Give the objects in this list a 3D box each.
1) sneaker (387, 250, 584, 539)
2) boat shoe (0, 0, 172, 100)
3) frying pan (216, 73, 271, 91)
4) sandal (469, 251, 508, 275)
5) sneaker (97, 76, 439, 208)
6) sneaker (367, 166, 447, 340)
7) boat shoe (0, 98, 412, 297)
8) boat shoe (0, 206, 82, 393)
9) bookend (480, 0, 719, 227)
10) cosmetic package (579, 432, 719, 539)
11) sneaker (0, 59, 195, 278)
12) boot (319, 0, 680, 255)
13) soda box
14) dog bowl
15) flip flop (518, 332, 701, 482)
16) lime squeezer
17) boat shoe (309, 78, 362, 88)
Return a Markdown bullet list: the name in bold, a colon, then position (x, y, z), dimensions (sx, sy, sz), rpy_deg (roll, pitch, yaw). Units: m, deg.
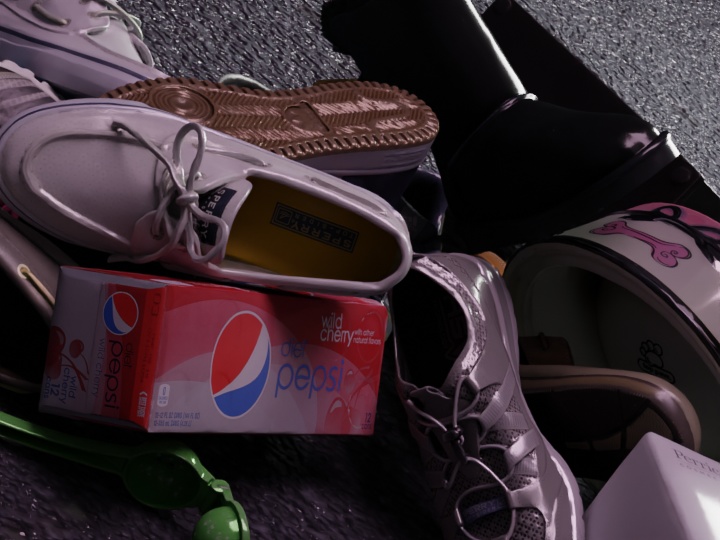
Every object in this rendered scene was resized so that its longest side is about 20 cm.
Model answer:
- **sneaker**: position (0.048, 0.081, 1.258), dimensions (0.082, 0.075, 0.201), rpy_deg (23, 44, -55)
- **boat shoe**: position (-0.150, -0.120, 1.349), dimensions (0.200, 0.067, 0.074), rpy_deg (22, -12, 43)
- **frying pan**: position (-0.022, -0.045, 1.526), dimensions (0.190, 0.031, 0.115), rpy_deg (43, 22, -16)
- **sandal**: position (0.082, 0.020, 1.497), dimensions (0.080, 0.054, 0.200), rpy_deg (48, 22, 7)
- **sneaker**: position (-0.060, -0.036, 1.280), dimensions (0.199, 0.109, 0.070), rpy_deg (-4, 43, -34)
- **sneaker**: position (0.000, 0.000, 1.385), dimensions (0.074, 0.081, 0.200), rpy_deg (36, 29, -7)
- **boat shoe**: position (-0.071, -0.027, 1.157), dimensions (0.201, 0.075, 0.086), rpy_deg (18, 3, -9)
- **boat shoe**: position (-0.205, -0.015, 1.162), dimensions (0.201, 0.072, 0.060), rpy_deg (35, 17, -8)
- **bookend**: position (0.157, -0.049, 1.610), dimensions (0.199, 0.092, 0.200), rpy_deg (47, 6, 35)
- **cosmetic package**: position (0.206, 0.209, 1.216), dimensions (0.199, 0.123, 0.200), rpy_deg (25, 23, -23)
- **sneaker**: position (-0.159, -0.042, 1.274), dimensions (0.200, 0.074, 0.087), rpy_deg (31, 16, -20)
- **boot**: position (0.066, -0.097, 1.326), dimensions (0.073, 0.198, 0.163), rpy_deg (-34, 97, -24)
- **soda box**: position (-0.064, 0.040, 1.195), dimensions (0.063, 0.070, 0.200), rpy_deg (8, 1, 31)
- **dog bowl**: position (0.167, 0.052, 1.350), dimensions (0.074, 0.200, 0.200), rpy_deg (-34, 64, -25)
- **flip flop**: position (0.103, 0.065, 1.331), dimensions (0.058, 0.200, 0.081), rpy_deg (-42, 119, -33)
- **lime squeezer**: position (-0.080, 0.112, 1.127), dimensions (0.200, 0.038, 0.071), rpy_deg (41, 24, 14)
- **boat shoe**: position (0.000, -0.077, 1.507), dimensions (0.071, 0.066, 0.201), rpy_deg (4, 0, 2)
